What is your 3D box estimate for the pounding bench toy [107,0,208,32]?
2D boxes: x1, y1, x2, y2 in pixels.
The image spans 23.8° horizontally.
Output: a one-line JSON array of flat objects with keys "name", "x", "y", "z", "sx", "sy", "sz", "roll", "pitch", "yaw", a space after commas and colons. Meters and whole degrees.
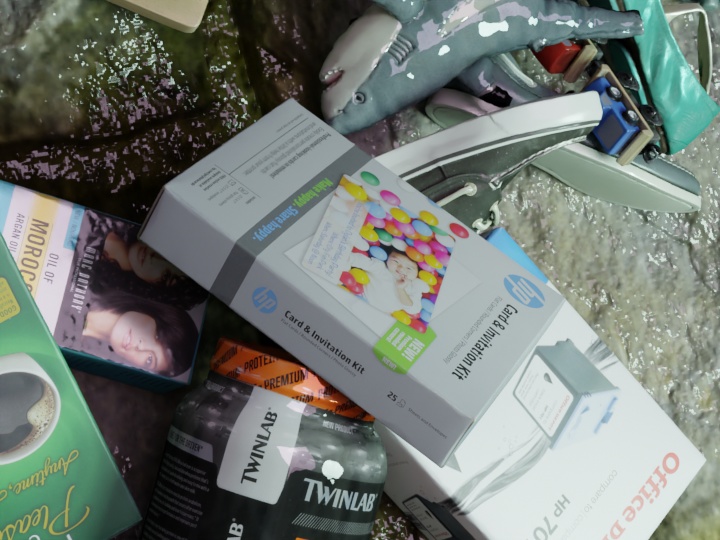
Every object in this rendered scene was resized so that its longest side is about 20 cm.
[{"name": "pounding bench toy", "x": -0.085, "y": -0.214, "z": 0.964, "sx": 0.198, "sy": 0.156, "sz": 0.126, "roll": 22, "pitch": 74, "yaw": -15}]

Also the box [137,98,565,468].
[{"name": "box", "x": 0.000, "y": 0.000, "z": 0.922, "sx": 0.199, "sy": 0.041, "sz": 0.156, "roll": 38, "pitch": 33, "yaw": 7}]

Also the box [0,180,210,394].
[{"name": "box", "x": -0.183, "y": 0.002, "z": 0.946, "sx": 0.198, "sy": 0.049, "sz": 0.083, "roll": 17, "pitch": 75, "yaw": -21}]

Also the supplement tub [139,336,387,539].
[{"name": "supplement tub", "x": -0.057, "y": 0.145, "z": 0.918, "sx": 0.121, "sy": 0.122, "sz": 0.202, "roll": 15, "pitch": 90, "yaw": -21}]

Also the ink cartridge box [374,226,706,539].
[{"name": "ink cartridge box", "x": 0.090, "y": 0.098, "z": 1.037, "sx": 0.200, "sy": 0.086, "sz": 0.147, "roll": 46, "pitch": 66, "yaw": -9}]

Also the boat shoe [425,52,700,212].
[{"name": "boat shoe", "x": 0.139, "y": -0.094, "z": 1.099, "sx": 0.198, "sy": 0.073, "sz": 0.062, "roll": 22, "pitch": 77, "yaw": -15}]

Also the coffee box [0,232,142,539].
[{"name": "coffee box", "x": -0.209, "y": 0.071, "z": 0.889, "sx": 0.122, "sy": 0.044, "sz": 0.202, "roll": -29, "pitch": 108, "yaw": -13}]

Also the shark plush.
[{"name": "shark plush", "x": 0.070, "y": -0.134, "z": 1.047, "sx": 0.197, "sy": 0.091, "sz": 0.084, "roll": -6, "pitch": 76, "yaw": -15}]

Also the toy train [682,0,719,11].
[{"name": "toy train", "x": 0.256, "y": -0.225, "z": 1.151, "sx": 0.198, "sy": 0.114, "sz": 0.086, "roll": 9, "pitch": 77, "yaw": -23}]

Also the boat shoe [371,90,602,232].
[{"name": "boat shoe", "x": 0.055, "y": -0.051, "z": 1.024, "sx": 0.198, "sy": 0.071, "sz": 0.064, "roll": -20, "pitch": 90, "yaw": 9}]

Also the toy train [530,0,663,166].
[{"name": "toy train", "x": 0.128, "y": -0.147, "z": 1.080, "sx": 0.045, "sy": 0.034, "sz": 0.201, "roll": -8, "pitch": 58, "yaw": -42}]

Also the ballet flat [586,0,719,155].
[{"name": "ballet flat", "x": 0.184, "y": -0.168, "z": 1.105, "sx": 0.070, "sy": 0.067, "sz": 0.201, "roll": -31, "pitch": 122, "yaw": -4}]
